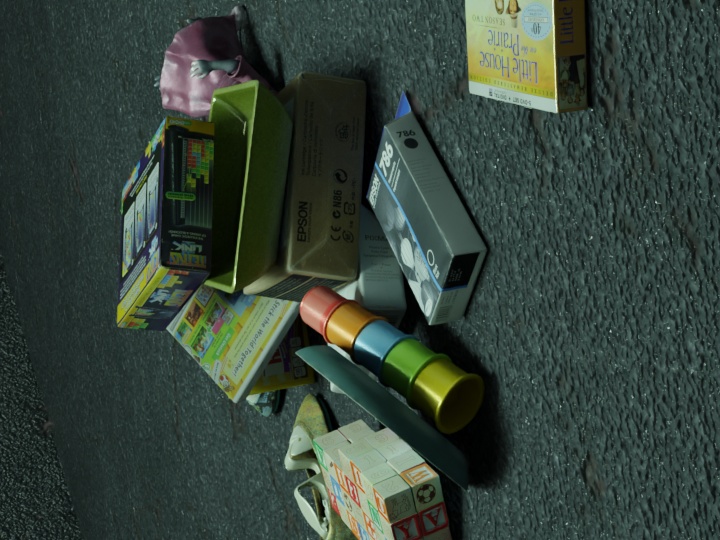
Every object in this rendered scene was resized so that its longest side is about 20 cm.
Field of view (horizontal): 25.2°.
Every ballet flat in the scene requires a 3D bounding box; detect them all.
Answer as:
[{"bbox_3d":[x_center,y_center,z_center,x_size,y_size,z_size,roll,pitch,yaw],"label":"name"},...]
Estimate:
[{"bbox_3d":[-0.128,0.109,1.948,0.200,0.074,0.074,102,150,-45],"label":"ballet flat"},{"bbox_3d":[-0.048,0.227,1.796,0.071,0.071,0.200,110,144,-53],"label":"ballet flat"}]

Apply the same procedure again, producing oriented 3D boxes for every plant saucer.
[{"bbox_3d":[-0.114,-0.081,1.584,0.200,0.048,0.201,-169,85,-72],"label":"plant saucer"},{"bbox_3d":[0.026,0.128,1.465,0.200,0.027,0.200,38,177,2],"label":"plant saucer"}]

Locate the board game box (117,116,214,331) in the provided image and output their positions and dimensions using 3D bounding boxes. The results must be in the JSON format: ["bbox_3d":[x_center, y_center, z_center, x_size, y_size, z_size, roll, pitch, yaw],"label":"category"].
[{"bbox_3d":[-0.204,-0.045,1.679,0.200,0.057,0.166,138,134,-62],"label":"board game box"}]

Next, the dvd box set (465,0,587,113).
[{"bbox_3d":[0.120,-0.225,1.207,0.146,0.029,0.201,-151,54,-64],"label":"dvd box set"}]

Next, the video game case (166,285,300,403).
[{"bbox_3d":[-0.150,0.017,1.768,0.182,0.023,0.200,45,126,18],"label":"video game case"}]

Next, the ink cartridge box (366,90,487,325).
[{"bbox_3d":[0.050,-0.058,1.453,0.100,0.039,0.200,104,149,-48],"label":"ink cartridge box"}]

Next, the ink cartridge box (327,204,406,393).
[{"bbox_3d":[0.000,0.000,1.627,0.160,0.047,0.200,109,161,-53],"label":"ink cartridge box"}]

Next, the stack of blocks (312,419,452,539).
[{"bbox_3d":[0.021,0.220,1.593,0.200,0.058,0.115,38,145,61],"label":"stack of blocks"}]

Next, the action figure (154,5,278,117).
[{"bbox_3d":[-0.140,-0.196,1.824,0.200,0.149,0.134,36,134,33],"label":"action figure"}]

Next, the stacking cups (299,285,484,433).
[{"bbox_3d":[0.025,0.075,1.467,0.200,0.060,0.061,34,132,40],"label":"stacking cups"}]

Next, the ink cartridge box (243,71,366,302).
[{"bbox_3d":[-0.057,-0.079,1.605,0.165,0.075,0.201,154,121,-67],"label":"ink cartridge box"}]

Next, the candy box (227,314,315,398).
[{"bbox_3d":[-0.116,0.039,1.835,0.026,0.102,0.201,179,82,-73],"label":"candy box"}]
